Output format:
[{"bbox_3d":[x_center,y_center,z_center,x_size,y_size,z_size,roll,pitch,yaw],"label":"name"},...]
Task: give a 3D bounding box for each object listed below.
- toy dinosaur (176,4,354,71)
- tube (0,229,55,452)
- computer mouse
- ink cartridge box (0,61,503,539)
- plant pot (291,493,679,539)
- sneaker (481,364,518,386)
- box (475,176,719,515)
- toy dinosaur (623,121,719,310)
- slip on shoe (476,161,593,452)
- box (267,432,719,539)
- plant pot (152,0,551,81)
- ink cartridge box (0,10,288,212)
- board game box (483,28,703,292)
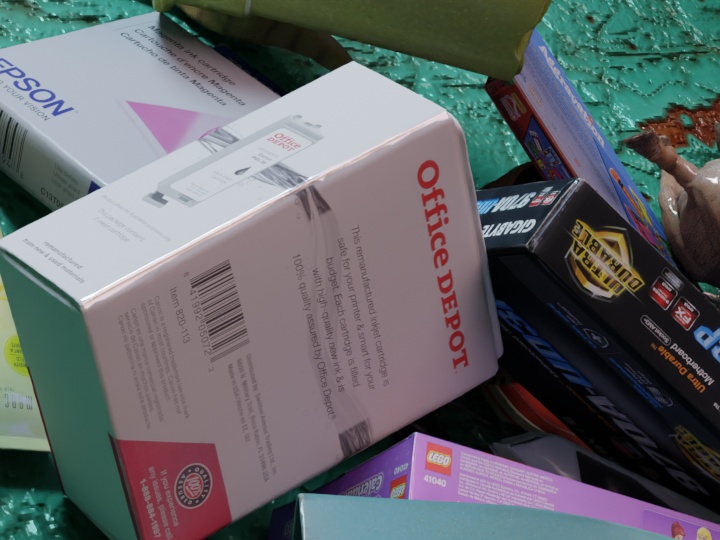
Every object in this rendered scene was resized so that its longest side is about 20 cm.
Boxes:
[{"bbox_3d":[-0.057,-0.146,1.595,0.199,0.060,0.106,25,55,-2],"label":"toy dinosaur"},{"bbox_3d":[-0.189,-0.002,1.336,0.058,0.052,0.201,-16,60,-1],"label":"tube"},{"bbox_3d":[0.096,0.107,1.402,0.199,0.110,0.044,26,79,1],"label":"computer mouse"},{"bbox_3d":[-0.046,0.018,1.285,0.200,0.147,0.083,-28,36,-24],"label":"ink cartridge box"},{"bbox_3d":[0.073,0.187,1.218,0.199,0.142,0.142,-2,48,-7],"label":"plant pot"},{"bbox_3d":[0.000,0.000,1.470,0.199,0.071,0.113,7,35,-20],"label":"sneaker"},{"bbox_3d":[0.124,0.039,1.367,0.200,0.159,0.046,43,73,-17],"label":"box"},{"bbox_3d":[0.203,-0.019,1.592,0.200,0.086,0.136,-2,74,-88],"label":"toy dinosaur"},{"bbox_3d":[0.098,0.021,1.535,0.074,0.061,0.201,18,43,-27],"label":"slip on shoe"},{"bbox_3d":[0.074,0.136,1.334,0.199,0.137,0.039,18,62,-24],"label":"box"},{"bbox_3d":[0.018,-0.190,1.480,0.189,0.200,0.200,23,38,1],"label":"plant pot"},{"bbox_3d":[-0.074,-0.064,1.435,0.196,0.043,0.200,36,38,31],"label":"ink cartridge box"},{"bbox_3d":[0.134,-0.038,1.581,0.200,0.019,0.103,56,20,-13],"label":"board game box"}]
